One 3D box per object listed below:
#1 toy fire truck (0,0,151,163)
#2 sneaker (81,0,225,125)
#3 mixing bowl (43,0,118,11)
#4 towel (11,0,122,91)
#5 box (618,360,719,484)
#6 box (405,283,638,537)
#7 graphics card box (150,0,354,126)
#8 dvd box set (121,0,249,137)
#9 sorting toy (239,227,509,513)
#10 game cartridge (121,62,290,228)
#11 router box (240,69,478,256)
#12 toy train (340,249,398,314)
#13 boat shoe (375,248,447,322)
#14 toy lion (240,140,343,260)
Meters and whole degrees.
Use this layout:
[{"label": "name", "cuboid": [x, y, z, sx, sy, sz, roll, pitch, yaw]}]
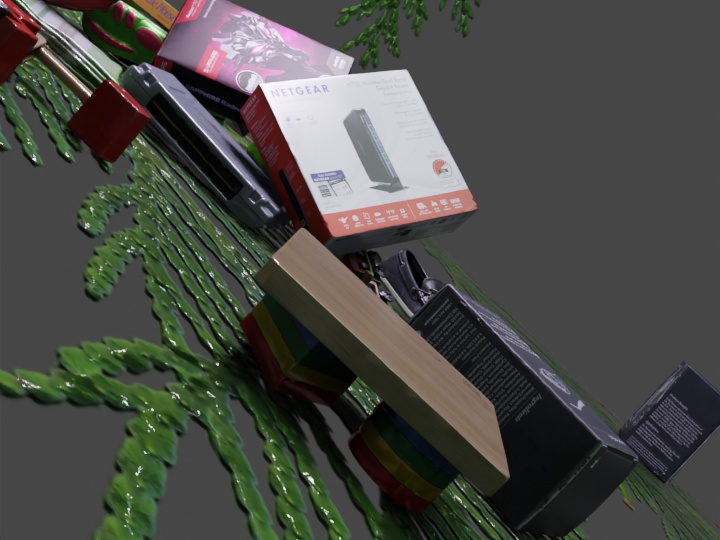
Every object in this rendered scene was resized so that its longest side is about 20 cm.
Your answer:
[{"label": "toy fire truck", "cuboid": [-0.260, -0.173, 0.938, 0.200, 0.049, 0.141, 45, 7, 19]}, {"label": "sneaker", "cuboid": [-0.224, -0.241, 1.430, 0.200, 0.077, 0.084, 43, 11, -11]}, {"label": "mixing bowl", "cuboid": [-0.306, -0.343, 1.324, 0.199, 0.109, 0.200, 20, 25, -10]}, {"label": "towel", "cuboid": [-0.308, -0.250, 1.202, 0.200, 0.031, 0.149, 41, 8, -18]}, {"label": "box", "cuboid": [0.609, 0.290, 2.432, 0.124, 0.197, 0.200, 44, 7, 9]}, {"label": "box", "cuboid": [0.129, 0.126, 1.105, 0.200, 0.104, 0.148, 47, 8, 28]}, {"label": "graphics card box", "cuboid": [-0.117, -0.217, 1.365, 0.199, 0.051, 0.126, 25, 50, -6]}, {"label": "dvd box set", "cuboid": [-0.213, -0.262, 1.531, 0.200, 0.029, 0.147, 40, -16, 31]}, {"label": "sorting toy", "cuboid": [0.001, 0.072, 0.862, 0.200, 0.070, 0.199, 43, 7, -3]}, {"label": "game cartridge", "cuboid": [-0.148, -0.120, 1.255, 0.200, 0.040, 0.133, 48, 11, 5]}, {"label": "router box", "cuboid": [0.000, -0.112, 1.285, 0.199, 0.049, 0.180, -13, 70, -38]}, {"label": "toy train", "cuboid": [0.000, 0.000, 1.258, 0.046, 0.034, 0.200, 22, 30, -25]}, {"label": "boat shoe", "cuboid": [0.083, 0.042, 1.526, 0.075, 0.062, 0.200, 38, 10, -46]}, {"label": "toy lion", "cuboid": [-0.053, -0.063, 1.423, 0.192, 0.069, 0.200, 48, 4, -24]}]
